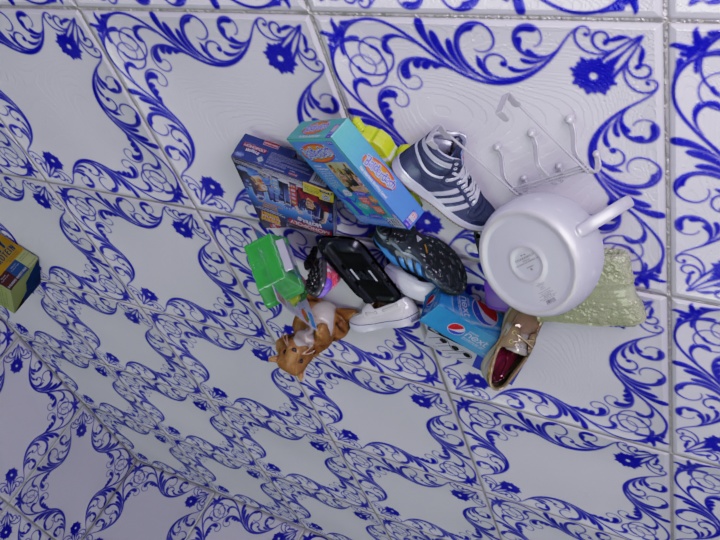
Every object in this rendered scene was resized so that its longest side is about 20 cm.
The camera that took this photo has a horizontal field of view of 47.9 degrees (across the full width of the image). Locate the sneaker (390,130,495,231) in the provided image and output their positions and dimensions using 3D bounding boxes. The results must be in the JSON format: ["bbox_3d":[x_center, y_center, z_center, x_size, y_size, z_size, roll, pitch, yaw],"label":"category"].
[{"bbox_3d":[0.156,-0.139,1.250,0.200,0.070,0.108,31,137,-19],"label":"sneaker"}]

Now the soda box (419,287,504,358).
[{"bbox_3d":[0.214,0.103,1.517,0.200,0.064,0.068,30,138,-14],"label":"soda box"}]

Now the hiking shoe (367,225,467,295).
[{"bbox_3d":[0.108,-0.025,1.467,0.200,0.074,0.087,41,157,2],"label":"hiking shoe"}]

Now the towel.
[{"bbox_3d":[0.355,0.025,1.321,0.200,0.036,0.149,0,123,42],"label":"towel"}]

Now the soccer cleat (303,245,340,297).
[{"bbox_3d":[-0.066,0.009,1.585,0.073,0.068,0.200,28,-168,-15],"label":"soccer cleat"}]

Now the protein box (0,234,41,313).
[{"bbox_3d":[-1.114,-0.004,2.498,0.200,0.135,0.199,32,150,-3],"label":"protein box"}]

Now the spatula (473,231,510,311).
[{"bbox_3d":[0.229,0.000,1.432,0.056,0.021,0.200,11,143,34],"label":"spatula"}]

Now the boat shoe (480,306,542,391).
[{"bbox_3d":[0.280,0.130,1.446,0.074,0.066,0.200,17,115,-9],"label":"boat shoe"}]

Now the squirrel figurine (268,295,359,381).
[{"bbox_3d":[-0.120,0.163,1.813,0.141,0.187,0.200,31,150,1],"label":"squirrel figurine"}]

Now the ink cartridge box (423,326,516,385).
[{"bbox_3d":[0.230,0.153,1.629,0.200,0.044,0.094,25,150,10],"label":"ink cartridge box"}]

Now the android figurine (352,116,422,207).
[{"bbox_3d":[0.022,-0.172,1.347,0.182,0.041,0.200,-2,137,43],"label":"android figurine"}]

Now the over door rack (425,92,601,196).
[{"bbox_3d":[0.216,-0.179,1.124,0.200,0.067,0.148,24,156,-31],"label":"over door rack"}]

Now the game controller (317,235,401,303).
[{"bbox_3d":[0.000,0.000,1.539,0.104,0.042,0.200,-4,143,32],"label":"game controller"}]

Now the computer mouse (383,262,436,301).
[{"bbox_3d":[0.077,0.019,1.571,0.200,0.044,0.110,17,145,24],"label":"computer mouse"}]

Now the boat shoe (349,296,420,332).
[{"bbox_3d":[0.041,0.083,1.687,0.200,0.071,0.070,-10,103,53],"label":"boat shoe"}]

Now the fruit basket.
[{"bbox_3d":[-0.145,0.012,1.618,0.094,0.185,0.200,-29,151,14],"label":"fruit basket"}]

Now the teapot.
[{"bbox_3d":[0.287,-0.037,1.210,0.200,0.146,0.198,24,127,36],"label":"teapot"}]

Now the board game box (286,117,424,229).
[{"bbox_3d":[-0.009,-0.152,1.283,0.200,0.045,0.152,47,163,-28],"label":"board game box"}]

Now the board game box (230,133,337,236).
[{"bbox_3d":[-0.130,-0.139,1.506,0.200,0.062,0.200,21,151,10],"label":"board game box"}]
